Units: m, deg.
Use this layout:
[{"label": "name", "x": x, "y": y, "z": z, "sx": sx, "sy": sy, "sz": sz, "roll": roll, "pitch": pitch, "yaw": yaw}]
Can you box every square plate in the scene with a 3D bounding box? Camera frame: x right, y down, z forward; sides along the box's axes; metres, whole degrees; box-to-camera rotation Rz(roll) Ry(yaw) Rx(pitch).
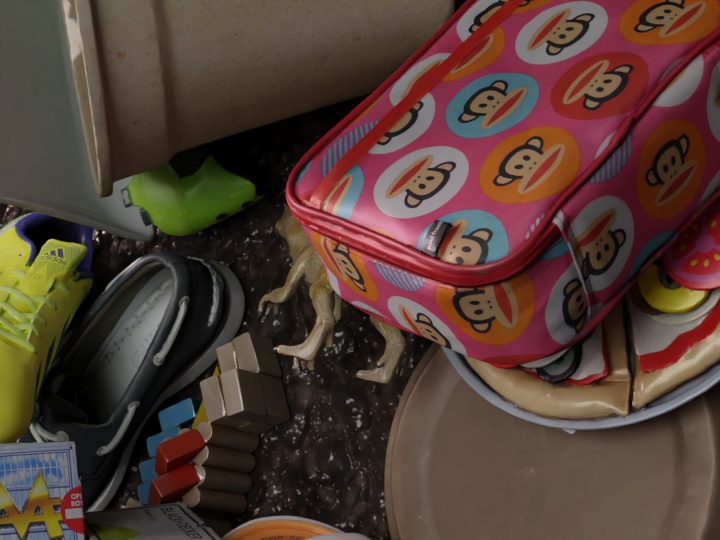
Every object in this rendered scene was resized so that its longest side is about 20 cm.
[{"label": "square plate", "x": -0.197, "y": -0.118, "z": 1.109, "sx": 0.028, "sy": 0.200, "sz": 0.199, "roll": -24, "pitch": 68, "yaw": 30}]

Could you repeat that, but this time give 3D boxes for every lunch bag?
[{"label": "lunch bag", "x": 0.069, "y": -0.058, "z": 0.938, "sx": 0.200, "sy": 0.082, "sz": 0.176, "roll": -45, "pitch": 40, "yaw": -21}]

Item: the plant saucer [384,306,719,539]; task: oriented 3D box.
[{"label": "plant saucer", "x": 0.093, "y": 0.096, "z": 0.994, "sx": 0.199, "sy": 0.029, "sz": 0.201, "roll": -7, "pitch": 76, "yaw": 30}]

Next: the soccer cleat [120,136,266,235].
[{"label": "soccer cleat", "x": -0.099, "y": -0.117, "z": 1.137, "sx": 0.081, "sy": 0.068, "sz": 0.201, "roll": -16, "pitch": 74, "yaw": 10}]

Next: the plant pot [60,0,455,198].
[{"label": "plant pot", "x": -0.055, "y": -0.149, "z": 1.025, "sx": 0.182, "sy": 0.201, "sz": 0.202, "roll": -10, "pitch": 71, "yaw": -8}]

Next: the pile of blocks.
[{"label": "pile of blocks", "x": -0.103, "y": 0.123, "z": 1.083, "sx": 0.082, "sy": 0.062, "sz": 0.201, "roll": 17, "pitch": 88, "yaw": 32}]

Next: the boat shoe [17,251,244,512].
[{"label": "boat shoe", "x": -0.146, "y": 0.068, "z": 1.120, "sx": 0.076, "sy": 0.060, "sz": 0.200, "roll": 42, "pitch": 101, "yaw": 31}]

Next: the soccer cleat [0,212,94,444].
[{"label": "soccer cleat", "x": -0.178, "y": 0.021, "z": 1.091, "sx": 0.084, "sy": 0.065, "sz": 0.200, "roll": -44, "pitch": 18, "yaw": 18}]

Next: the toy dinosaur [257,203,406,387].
[{"label": "toy dinosaur", "x": 0.000, "y": 0.000, "z": 1.011, "sx": 0.199, "sy": 0.058, "sz": 0.102, "roll": 3, "pitch": 75, "yaw": 53}]

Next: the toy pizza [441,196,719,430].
[{"label": "toy pizza", "x": 0.115, "y": -0.023, "z": 0.979, "sx": 0.199, "sy": 0.032, "sz": 0.201, "roll": -14, "pitch": 60, "yaw": 26}]

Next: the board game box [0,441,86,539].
[{"label": "board game box", "x": -0.163, "y": 0.193, "z": 1.001, "sx": 0.200, "sy": 0.061, "sz": 0.201, "roll": -113, "pitch": 25, "yaw": -51}]

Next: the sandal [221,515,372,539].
[{"label": "sandal", "x": 0.013, "y": 0.172, "z": 0.977, "sx": 0.079, "sy": 0.059, "sz": 0.206, "roll": -36, "pitch": 58, "yaw": -29}]

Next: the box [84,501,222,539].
[{"label": "box", "x": -0.097, "y": 0.221, "z": 0.997, "sx": 0.117, "sy": 0.060, "sz": 0.201, "roll": -158, "pitch": 67, "yaw": -72}]
